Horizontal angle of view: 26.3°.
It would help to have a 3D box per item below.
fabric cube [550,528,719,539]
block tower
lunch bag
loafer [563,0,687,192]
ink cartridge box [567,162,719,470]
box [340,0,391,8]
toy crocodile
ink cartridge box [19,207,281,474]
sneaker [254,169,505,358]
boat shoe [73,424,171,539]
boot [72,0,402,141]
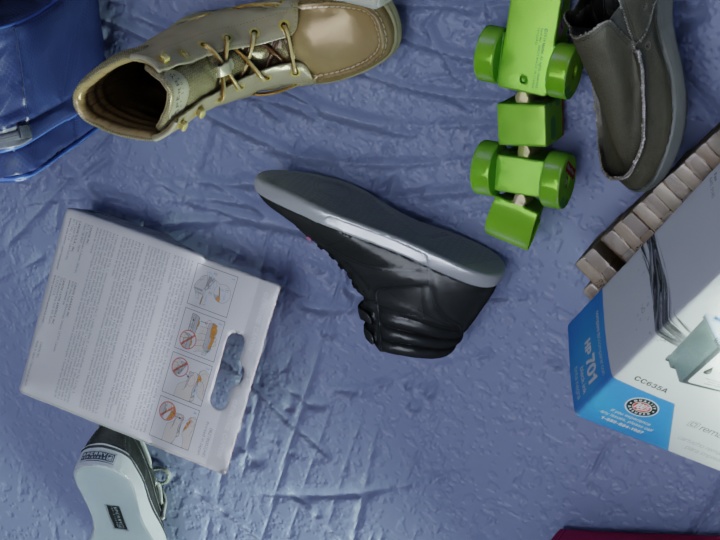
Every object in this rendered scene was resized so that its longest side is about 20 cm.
[{"bbox_3d":[0.221,0.317,1.101,0.199,0.196,0.201,-3,110,29],"label":"fabric cube"},{"bbox_3d":[0.224,-0.048,1.017,0.054,0.058,0.200,44,123,2],"label":"block tower"},{"bbox_3d":[-0.274,-0.134,1.148,0.136,0.200,0.133,2,116,21],"label":"lunch bag"},{"bbox_3d":[0.160,-0.147,0.984,0.075,0.069,0.201,-154,56,-64],"label":"loafer"},{"bbox_3d":[0.246,0.030,0.979,0.146,0.086,0.200,21,135,-17],"label":"ink cartridge box"},{"bbox_3d":[0.000,-0.283,1.018,0.082,0.068,0.200,18,120,20],"label":"box"},{"bbox_3d":[0.116,-0.108,1.049,0.067,0.062,0.201,11,112,23],"label":"toy crocodile"},{"bbox_3d":[-0.165,0.054,1.239,0.200,0.050,0.161,19,97,17],"label":"ink cartridge box"},{"bbox_3d":[0.000,0.000,1.144,0.200,0.071,0.099,25,117,10],"label":"sneaker"},{"bbox_3d":[-0.204,0.197,1.341,0.073,0.068,0.200,4,139,14],"label":"boat shoe"},{"bbox_3d":[-0.085,-0.144,1.071,0.200,0.155,0.073,0,112,27],"label":"boot"}]
